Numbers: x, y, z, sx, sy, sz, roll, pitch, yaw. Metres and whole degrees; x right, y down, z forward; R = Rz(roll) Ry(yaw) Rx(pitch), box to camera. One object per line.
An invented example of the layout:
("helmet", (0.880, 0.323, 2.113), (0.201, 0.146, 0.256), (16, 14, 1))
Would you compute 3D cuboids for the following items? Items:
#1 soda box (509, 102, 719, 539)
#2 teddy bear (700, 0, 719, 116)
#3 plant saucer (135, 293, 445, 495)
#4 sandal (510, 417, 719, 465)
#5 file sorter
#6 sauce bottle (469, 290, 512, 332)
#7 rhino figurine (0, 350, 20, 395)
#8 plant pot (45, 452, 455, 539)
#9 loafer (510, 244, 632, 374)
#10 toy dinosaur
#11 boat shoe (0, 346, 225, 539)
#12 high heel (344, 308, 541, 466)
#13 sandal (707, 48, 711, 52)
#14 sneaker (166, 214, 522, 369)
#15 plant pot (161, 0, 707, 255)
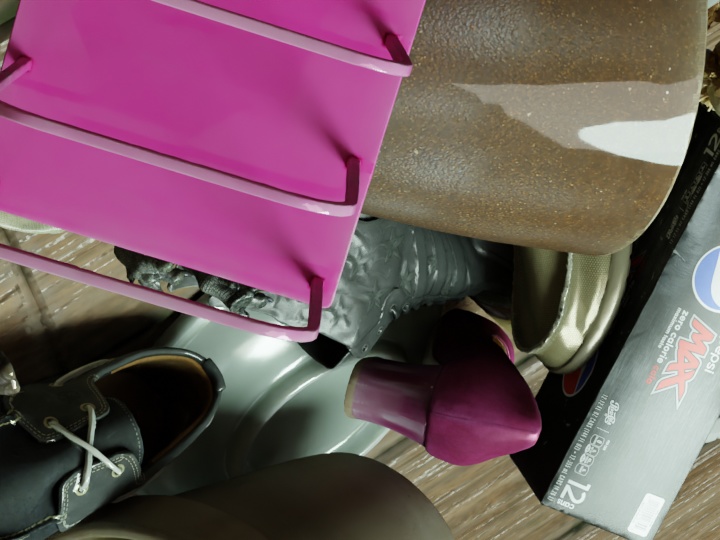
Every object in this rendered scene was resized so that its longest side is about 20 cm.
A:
("soda box", (0.147, 0.024, 1.192), (0.063, 0.071, 0.200), (23, 102, -17))
("teddy bear", (0.187, -0.147, 1.077), (0.067, 0.145, 0.200), (-34, 147, -49))
("plant saucer", (-0.030, 0.063, 1.275), (0.200, 0.050, 0.200), (-27, 148, -18))
("sandal", (0.180, 0.081, 1.522), (0.202, 0.082, 0.050), (-13, 99, -34))
("file sorter", (-0.048, -0.091, 0.842), (0.125, 0.139, 0.201), (-91, -162, -80))
("sauce bottle", (0.114, 0.019, 1.359), (0.065, 0.065, 0.200), (-42, 152, 7))
("rhino figurine", (-0.196, 0.010, 1.006), (0.087, 0.060, 0.200), (-29, 153, -14))
("plant pot", (-0.042, 0.173, 1.199), (0.173, 0.200, 0.200), (-34, 156, -48))
("loafer", (0.087, -0.051, 1.175), (0.067, 0.076, 0.201), (2, 96, -18))
("toy dinosaur", (-0.085, -0.020, 1.062), (0.200, 0.088, 0.048), (-8, 139, -42))
("boat shoe", (-0.133, 0.077, 1.117), (0.068, 0.072, 0.200), (-23, 180, 31))
("high heel", (0.069, 0.061, 1.249), (0.200, 0.096, 0.068), (7, 97, -71))
("sandal", (0.162, -0.031, 1.262), (0.087, 0.079, 0.200), (-23, 122, -22))
("sneaker", (0.002, 0.001, 1.188), (0.200, 0.060, 0.104), (32, 85, -49))
("plant pot", (0.004, -0.099, 0.982), (0.199, 0.187, 0.187), (0, 137, -21))
